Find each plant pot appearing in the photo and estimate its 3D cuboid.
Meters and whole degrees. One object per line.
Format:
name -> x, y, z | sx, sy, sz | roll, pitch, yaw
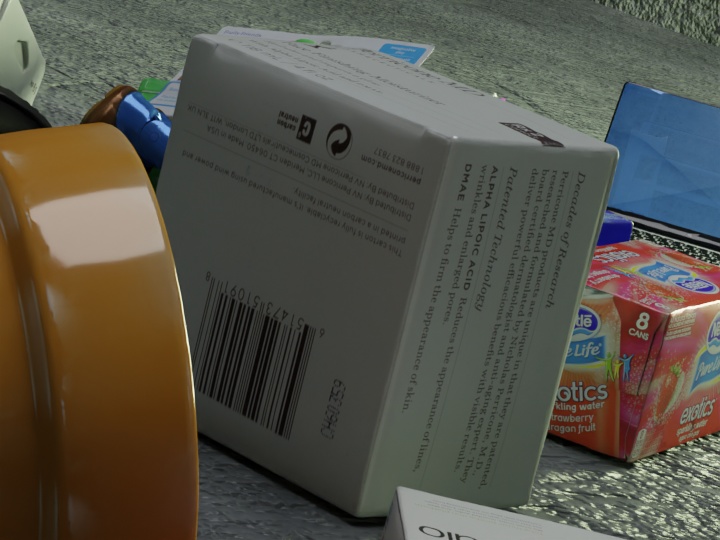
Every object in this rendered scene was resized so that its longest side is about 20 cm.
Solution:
plant pot -> -0.176, 0.051, 1.126 | 0.182, 0.201, 0.200 | -6, 18, -18

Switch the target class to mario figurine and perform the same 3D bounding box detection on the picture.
mario figurine -> -0.098, -0.036, 1.873 | 0.200, 0.106, 0.123 | 32, 31, 31

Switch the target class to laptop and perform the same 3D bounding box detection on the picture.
laptop -> 0.276, -0.067, 2.386 | 0.186, 0.116, 0.200 | 16, 11, 10

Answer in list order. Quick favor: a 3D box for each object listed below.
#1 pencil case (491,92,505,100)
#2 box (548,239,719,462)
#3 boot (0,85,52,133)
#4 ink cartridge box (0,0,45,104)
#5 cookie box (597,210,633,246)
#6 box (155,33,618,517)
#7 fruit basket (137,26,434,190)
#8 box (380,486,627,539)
pencil case -> 0.073, -0.090, 2.306 | 0.085, 0.093, 0.200 | 17, 13, 12
box -> 0.165, 0.045, 1.764 | 0.099, 0.096, 0.200 | 21, 13, 24
boot -> -0.266, -0.069, 1.796 | 0.211, 0.080, 0.158 | 29, 18, -25
ink cartridge box -> -0.330, -0.157, 2.011 | 0.199, 0.085, 0.145 | 15, -16, 10
cookie box -> 0.061, -0.034, 2.061 | 0.171, 0.076, 0.200 | 3, 15, -39
box -> 0.000, 0.000, 1.508 | 0.130, 0.201, 0.199 | 1, 17, -46
fruit basket -> -0.073, -0.116, 2.028 | 0.185, 0.094, 0.200 | 9, 45, 33
box -> 0.084, 0.153, 1.298 | 0.144, 0.036, 0.200 | 13, 12, -5
